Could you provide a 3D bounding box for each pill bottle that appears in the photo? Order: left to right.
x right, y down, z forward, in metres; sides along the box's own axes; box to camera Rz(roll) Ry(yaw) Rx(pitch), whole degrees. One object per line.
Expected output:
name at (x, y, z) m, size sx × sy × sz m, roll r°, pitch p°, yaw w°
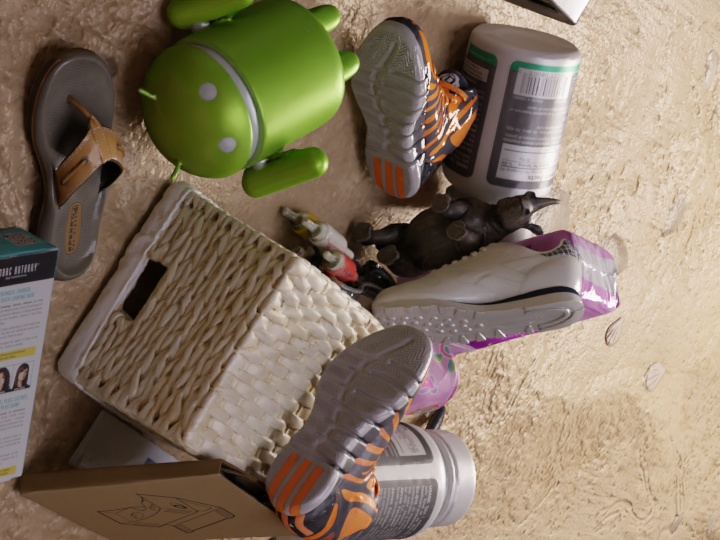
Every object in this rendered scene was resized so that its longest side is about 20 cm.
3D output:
pill bottle at (0.009, 0.204, 1.848) m, size 0.200 × 0.113 × 0.113 m, roll 3°, pitch 109°, yaw -42°
pill bottle at (0.143, -0.134, 1.894) m, size 0.113 × 0.113 × 0.200 m, roll -12°, pitch 121°, yaw -50°

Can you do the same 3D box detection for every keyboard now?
keyboard at (-0.196, 0.184, 1.738) m, size 0.056 × 0.011 × 0.200 m, roll -62°, pitch 147°, yaw -12°

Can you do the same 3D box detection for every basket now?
basket at (-0.112, 0.066, 1.640) m, size 0.198 × 0.161 × 0.200 m, roll -58°, pitch 144°, yaw -8°

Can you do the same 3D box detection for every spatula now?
spatula at (0.049, 0.201, 2.024) m, size 0.200 × 0.021 × 0.057 m, roll -46°, pitch 161°, yaw -50°

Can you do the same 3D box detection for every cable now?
cable at (0.000, 0.000, 1.806) m, size 0.050 × 0.097 × 0.200 m, roll -48°, pitch 147°, yaw 14°

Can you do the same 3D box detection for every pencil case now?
pencil case at (-0.002, 0.095, 1.819) m, size 0.200 × 0.087 × 0.088 m, roll 2°, pitch 110°, yaw -39°

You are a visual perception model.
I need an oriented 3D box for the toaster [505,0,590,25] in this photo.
toaster at (0.126, -0.320, 1.698) m, size 0.119 × 0.181 × 0.200 m, roll -60°, pitch 145°, yaw -1°

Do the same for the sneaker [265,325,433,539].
sneaker at (-0.002, 0.144, 1.633) m, size 0.200 × 0.077 × 0.112 m, roll -50°, pitch 148°, yaw -16°

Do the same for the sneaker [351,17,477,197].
sneaker at (0.054, -0.172, 1.785) m, size 0.112 × 0.077 × 0.200 m, roll -45°, pitch 152°, yaw -33°

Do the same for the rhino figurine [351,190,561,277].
rhino figurine at (0.099, -0.041, 1.839) m, size 0.087 × 0.200 × 0.060 m, roll 24°, pitch 52°, yaw -62°

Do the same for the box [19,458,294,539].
box at (-0.164, 0.198, 1.632) m, size 0.163 × 0.200 × 0.021 m, roll 41°, pitch 49°, yaw -54°

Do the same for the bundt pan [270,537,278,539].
bundt pan at (-0.060, 0.368, 1.976) m, size 0.202 × 0.076 × 0.202 m, roll -32°, pitch 134°, yaw -40°

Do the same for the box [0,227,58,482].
box at (-0.295, 0.071, 1.494) m, size 0.082 × 0.049 × 0.200 m, roll -11°, pitch 120°, yaw -50°

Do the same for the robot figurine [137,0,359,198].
robot figurine at (-0.094, -0.149, 1.563) m, size 0.200 × 0.116 × 0.176 m, roll -32°, pitch 108°, yaw -36°

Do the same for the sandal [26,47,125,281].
sandal at (-0.218, -0.077, 1.498) m, size 0.082 × 0.055 × 0.200 m, roll -19°, pitch 125°, yaw -47°

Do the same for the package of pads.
package of pads at (0.149, 0.023, 1.916) m, size 0.120 × 0.200 × 0.076 m, roll 26°, pitch 52°, yaw -58°

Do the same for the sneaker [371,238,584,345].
sneaker at (0.109, 0.018, 1.808) m, size 0.076 × 0.199 × 0.081 m, roll 87°, pitch -1°, yaw -64°
